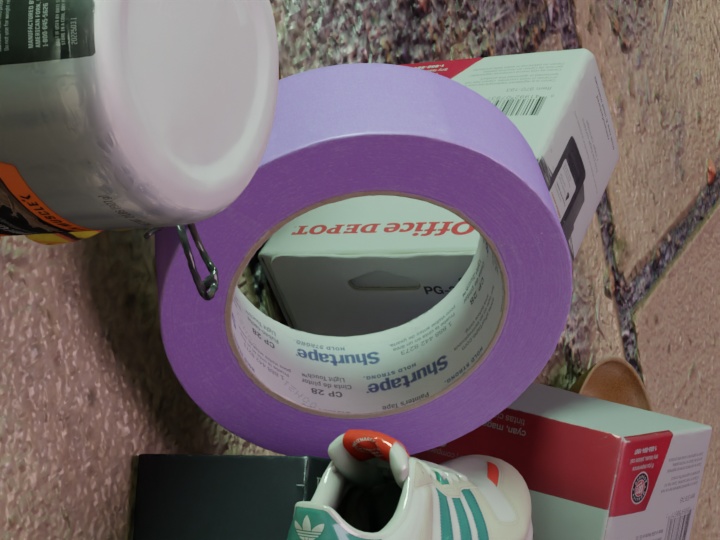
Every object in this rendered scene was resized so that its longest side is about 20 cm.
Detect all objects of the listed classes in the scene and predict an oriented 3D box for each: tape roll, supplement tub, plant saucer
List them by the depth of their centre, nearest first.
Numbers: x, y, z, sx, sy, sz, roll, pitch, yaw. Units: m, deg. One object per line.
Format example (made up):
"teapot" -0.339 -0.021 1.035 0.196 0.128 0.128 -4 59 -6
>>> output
"supplement tub" -0.141 -0.073 0.675 0.122 0.200 0.123 6 83 -60
"tape roll" 0.000 0.000 0.902 0.066 0.200 0.200 -103 169 -53
"plant saucer" 0.179 0.165 1.392 0.200 0.035 0.201 10 78 -61

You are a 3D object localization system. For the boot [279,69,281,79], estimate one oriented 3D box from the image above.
"boot" -0.069 -0.165 0.940 0.074 0.075 0.200 -55 135 -50

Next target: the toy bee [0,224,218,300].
"toy bee" -0.130 -0.060 0.817 0.200 0.109 0.131 -91 163 -67

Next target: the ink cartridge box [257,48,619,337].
"ink cartridge box" 0.051 -0.038 1.070 0.200 0.145 0.083 -60 140 -44

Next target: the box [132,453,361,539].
"box" -0.025 0.194 0.958 0.200 0.104 0.182 21 70 -59

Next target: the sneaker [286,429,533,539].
"sneaker" 0.027 0.113 0.880 0.200 0.070 0.094 -30 119 -55

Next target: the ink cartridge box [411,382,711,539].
"ink cartridge box" 0.106 0.178 1.116 0.145 0.144 0.200 3 98 -60
